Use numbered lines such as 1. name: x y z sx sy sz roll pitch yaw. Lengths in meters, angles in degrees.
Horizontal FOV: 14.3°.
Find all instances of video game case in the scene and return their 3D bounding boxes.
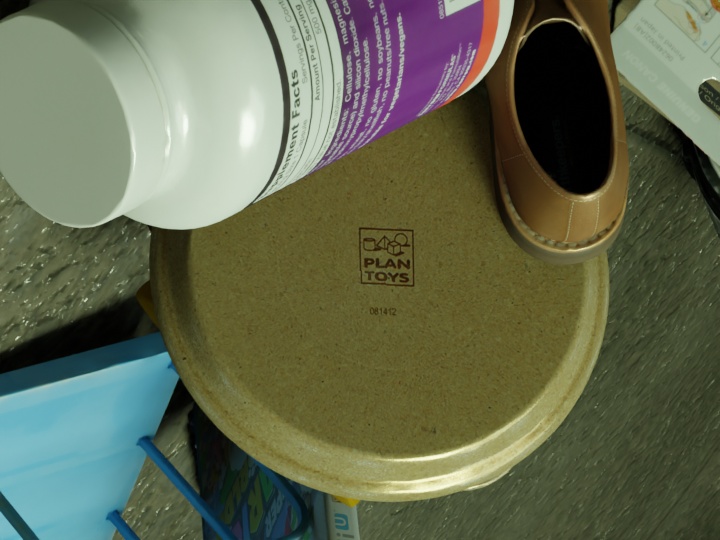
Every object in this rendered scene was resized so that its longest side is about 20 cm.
1. video game case: -0.039 0.098 1.254 0.018 0.200 0.143 10 138 -20

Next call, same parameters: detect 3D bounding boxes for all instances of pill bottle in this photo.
1. pill bottle: -0.042 -0.085 1.035 0.200 0.112 0.113 -29 150 -43

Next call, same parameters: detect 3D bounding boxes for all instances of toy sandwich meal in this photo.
1. toy sandwich meal: 0.000 0.000 1.152 0.205 0.205 0.070 -43 176 -19

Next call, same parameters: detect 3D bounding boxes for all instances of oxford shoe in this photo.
1. oxford shoe: 0.068 -0.108 1.120 0.071 0.201 0.071 -14 164 -6

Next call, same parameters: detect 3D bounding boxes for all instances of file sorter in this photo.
1. file sorter: -0.125 0.149 1.213 0.139 0.123 0.200 -15 140 -43

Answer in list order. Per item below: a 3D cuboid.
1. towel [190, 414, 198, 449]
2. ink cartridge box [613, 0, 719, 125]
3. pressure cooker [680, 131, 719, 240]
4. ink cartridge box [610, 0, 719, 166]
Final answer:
1. towel: -0.024 0.078 1.470 0.147 0.024 0.200 -45 158 -17
2. ink cartridge box: 0.254 -0.133 1.486 0.200 0.165 0.075 -44 159 -20
3. pressure cooker: 0.274 -0.070 1.607 0.178 0.176 0.200 -22 157 7
4. ink cartridge box: 0.224 -0.120 1.387 0.200 0.160 0.047 -49 -174 -16
